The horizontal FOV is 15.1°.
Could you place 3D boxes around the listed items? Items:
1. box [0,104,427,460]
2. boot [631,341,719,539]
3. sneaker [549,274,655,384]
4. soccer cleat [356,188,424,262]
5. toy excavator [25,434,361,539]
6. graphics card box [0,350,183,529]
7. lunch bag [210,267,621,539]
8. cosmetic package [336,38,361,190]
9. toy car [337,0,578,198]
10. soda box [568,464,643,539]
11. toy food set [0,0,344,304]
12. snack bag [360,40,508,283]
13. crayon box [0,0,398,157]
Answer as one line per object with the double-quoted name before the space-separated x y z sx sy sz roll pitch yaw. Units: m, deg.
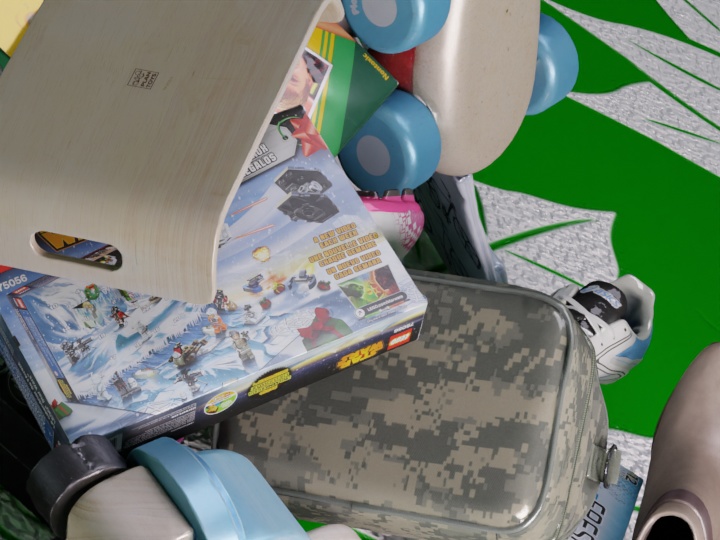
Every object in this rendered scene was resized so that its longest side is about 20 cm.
"box" -0.085 0.008 1.359 0.199 0.040 0.137 -21 63 -21
"boot" 0.187 0.140 1.550 0.070 0.202 0.146 8 0 14
"sneaker" 0.122 0.042 1.649 0.072 0.073 0.200 32 22 18
"soccer cleat" 0.000 0.000 1.536 0.069 0.087 0.200 1 -4 -1
"toy excavator" -0.054 0.148 1.328 0.199 0.195 0.100 -21 52 -26
"graphics card box" -0.138 0.043 1.426 0.125 0.051 0.200 43 38 -6
"lunch bag" 0.031 0.080 1.459 0.199 0.140 0.168 7 -14 17
"cosmetic package" -0.037 -0.061 1.674 0.083 0.050 0.201 62 34 -39
"toy car" 0.007 -0.163 1.640 0.199 0.178 0.184 21 34 31
"soda box" 0.105 0.165 1.546 0.068 0.064 0.200 33 26 1
"toy food set" -0.106 -0.075 1.362 0.143 0.061 0.201 11 51 16
"snack bag" 0.054 -0.054 1.784 0.201 0.021 0.189 71 -7 -45
"crayon box" -0.104 -0.110 1.477 0.200 0.058 0.173 43 52 -4
